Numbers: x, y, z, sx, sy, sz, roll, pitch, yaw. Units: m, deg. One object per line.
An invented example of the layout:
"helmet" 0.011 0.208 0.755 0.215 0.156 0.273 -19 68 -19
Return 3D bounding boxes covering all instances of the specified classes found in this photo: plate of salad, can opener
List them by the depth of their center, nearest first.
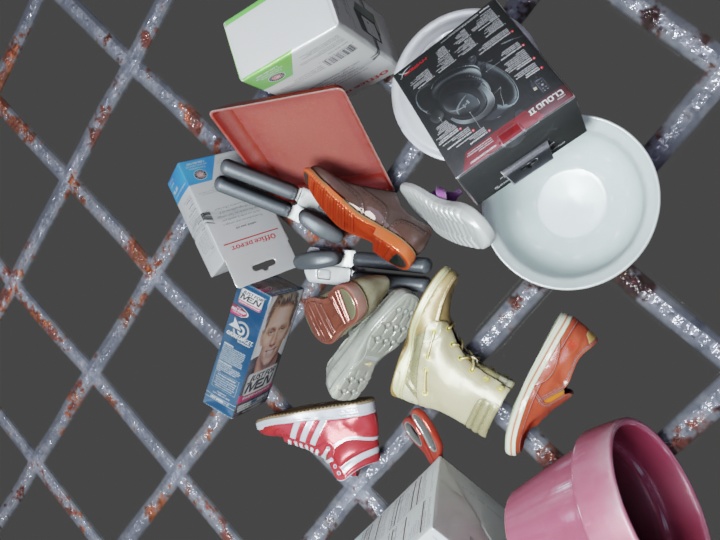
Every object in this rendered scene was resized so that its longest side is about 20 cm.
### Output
"plate of salad" 0.138 -0.239 0.834 0.198 0.048 0.202 -1 86 19
"can opener" 0.000 0.000 0.906 0.198 0.067 0.054 6 98 23
"can opener" -0.110 -0.102 0.913 0.199 0.067 0.053 22 106 -10

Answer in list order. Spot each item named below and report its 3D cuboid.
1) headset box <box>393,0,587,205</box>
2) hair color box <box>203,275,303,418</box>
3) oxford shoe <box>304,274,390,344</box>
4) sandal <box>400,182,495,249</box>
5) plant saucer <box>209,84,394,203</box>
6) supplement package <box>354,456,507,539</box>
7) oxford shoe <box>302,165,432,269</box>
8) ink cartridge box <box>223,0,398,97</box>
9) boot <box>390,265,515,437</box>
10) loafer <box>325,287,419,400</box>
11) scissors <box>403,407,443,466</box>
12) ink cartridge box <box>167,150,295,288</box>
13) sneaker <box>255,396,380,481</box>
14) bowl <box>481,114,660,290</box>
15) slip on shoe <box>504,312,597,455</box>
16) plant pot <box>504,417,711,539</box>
"headset box" 0.148 -0.187 0.732 0.148 0.077 0.201 -35 59 15
"hair color box" -0.162 0.113 0.970 0.060 0.100 0.202 24 104 19
"oxford shoe" -0.020 0.054 0.896 0.200 0.073 0.071 -26 89 61
"sandal" 0.117 -0.076 0.812 0.050 0.203 0.083 -40 121 -6
"plant saucer" -0.072 -0.173 0.878 0.198 0.200 0.037 -2 57 24
"supplement package" 0.093 0.392 0.838 0.151 0.151 0.200 39 110 -3
"oxford shoe" 0.008 -0.087 0.876 0.200 0.071 0.073 39 72 7
"ink cartridge box" -0.055 -0.291 0.831 0.145 0.200 0.085 -22 83 23
"boot" 0.137 0.109 0.853 0.154 0.073 0.202 23 105 21
"loafer" 0.009 0.097 0.908 0.200 0.070 0.070 -53 42 20
"scissors" 0.117 0.285 0.890 0.201 0.014 0.073 61 150 7
"ink cartridge box" -0.188 -0.069 0.949 0.068 0.115 0.201 -35 79 53
"sneaker" -0.063 0.259 0.957 0.198 0.071 0.114 -12 87 22
"bowl" 0.254 -0.081 0.774 0.199 0.090 0.203 2 95 24
"slip on shoe" 0.239 0.154 0.816 0.061 0.074 0.201 27 100 16
"plant pot" 0.280 0.299 0.756 0.179 0.199 0.201 -37 80 38
